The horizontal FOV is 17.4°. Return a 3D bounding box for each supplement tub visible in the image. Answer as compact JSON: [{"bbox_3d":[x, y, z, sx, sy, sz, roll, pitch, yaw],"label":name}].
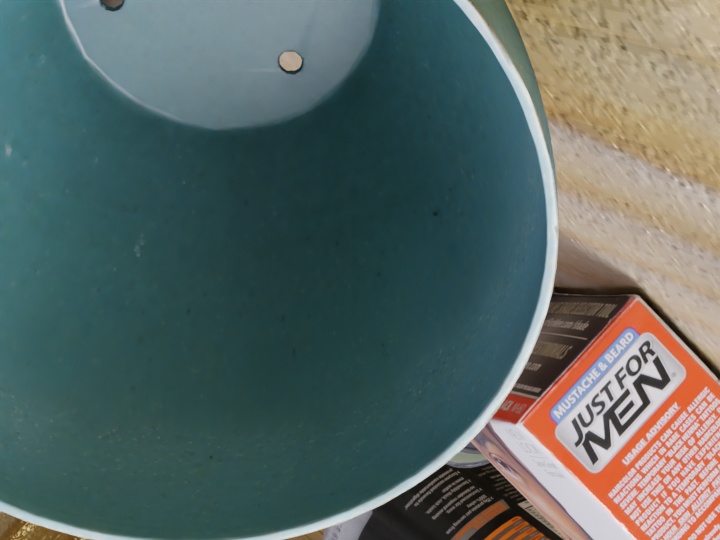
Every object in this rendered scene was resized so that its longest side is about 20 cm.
[{"bbox_3d":[0.081,0.171,1.146,0.200,0.123,0.123,36,168,42],"label":"supplement tub"}]

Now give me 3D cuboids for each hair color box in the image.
[{"bbox_3d":[0.125,0.097,0.818,0.200,0.064,0.111,46,171,-9],"label":"hair color box"}]

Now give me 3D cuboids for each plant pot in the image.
[{"bbox_3d":[-0.047,-0.046,0.618,0.200,0.200,0.135,47,-154,-22],"label":"plant pot"}]

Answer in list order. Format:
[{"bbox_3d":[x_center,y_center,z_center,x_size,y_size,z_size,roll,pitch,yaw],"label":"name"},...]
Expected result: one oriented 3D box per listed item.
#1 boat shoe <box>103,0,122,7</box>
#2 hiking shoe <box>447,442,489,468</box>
[{"bbox_3d":[-0.109,-0.095,0.950,0.072,0.066,0.200,48,170,-27],"label":"boat shoe"},{"bbox_3d":[0.000,0.000,0.936,0.200,0.076,0.101,36,163,-8],"label":"hiking shoe"}]
